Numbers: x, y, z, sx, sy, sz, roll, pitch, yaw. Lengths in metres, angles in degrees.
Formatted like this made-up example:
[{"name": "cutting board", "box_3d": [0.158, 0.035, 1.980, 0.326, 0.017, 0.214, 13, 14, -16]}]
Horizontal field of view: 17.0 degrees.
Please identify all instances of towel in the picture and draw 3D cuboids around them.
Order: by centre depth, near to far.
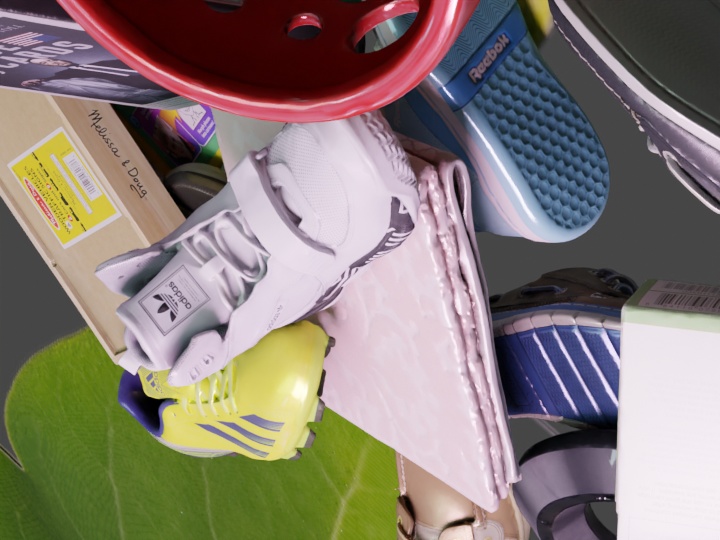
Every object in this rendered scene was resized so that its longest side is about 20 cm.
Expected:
[{"name": "towel", "box_3d": [0.000, 0.000, 1.177, 0.191, 0.032, 0.201, 30, 142, 47]}]

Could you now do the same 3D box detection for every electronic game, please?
[{"name": "electronic game", "box_3d": [0.170, 0.134, 1.195, 0.199, 0.042, 0.200, 18, 154, 9]}]

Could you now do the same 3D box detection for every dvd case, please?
[{"name": "dvd case", "box_3d": [-0.120, -0.102, 1.074, 0.150, 0.199, 0.025, -6, 82, 50]}]

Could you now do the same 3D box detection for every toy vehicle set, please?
[{"name": "toy vehicle set", "box_3d": [-0.155, -0.048, 1.303, 0.200, 0.026, 0.124, 57, 150, -7]}]

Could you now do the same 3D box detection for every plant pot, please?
[{"name": "plant pot", "box_3d": [-0.023, -0.189, 0.959, 0.199, 0.183, 0.201, 14, 136, 14]}]

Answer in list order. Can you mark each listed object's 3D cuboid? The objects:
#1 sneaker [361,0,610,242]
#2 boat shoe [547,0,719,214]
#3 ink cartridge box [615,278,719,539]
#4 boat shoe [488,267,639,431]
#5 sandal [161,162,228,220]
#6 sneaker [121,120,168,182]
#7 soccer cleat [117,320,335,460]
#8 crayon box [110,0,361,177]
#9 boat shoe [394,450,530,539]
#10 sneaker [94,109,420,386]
[{"name": "sneaker", "box_3d": [0.021, -0.094, 1.146, 0.130, 0.079, 0.201, -6, 119, 53]}, {"name": "boat shoe", "box_3d": [0.153, -0.058, 1.020, 0.200, 0.076, 0.060, 42, 143, 12]}, {"name": "ink cartridge box", "box_3d": [0.186, 0.112, 1.075, 0.145, 0.048, 0.201, 6, 108, 20]}, {"name": "boat shoe", "box_3d": [0.104, 0.032, 1.184, 0.199, 0.072, 0.072, -1, 123, 47]}, {"name": "sandal", "box_3d": [-0.016, -0.004, 1.304, 0.201, 0.057, 0.080, 36, 134, -13]}, {"name": "sneaker", "box_3d": [-0.098, -0.034, 1.364, 0.200, 0.081, 0.076, 48, 150, -6]}, {"name": "soccer cleat", "box_3d": [-0.073, 0.061, 1.237, 0.083, 0.065, 0.200, 19, 164, -17]}, {"name": "crayon box", "box_3d": [-0.081, -0.128, 1.258, 0.119, 0.058, 0.200, 48, 150, 2]}, {"name": "boat shoe", "box_3d": [0.055, 0.158, 1.386, 0.074, 0.066, 0.201, 17, 141, 38]}, {"name": "sneaker", "box_3d": [-0.049, -0.008, 1.084, 0.075, 0.115, 0.200, 55, 155, 8]}]
